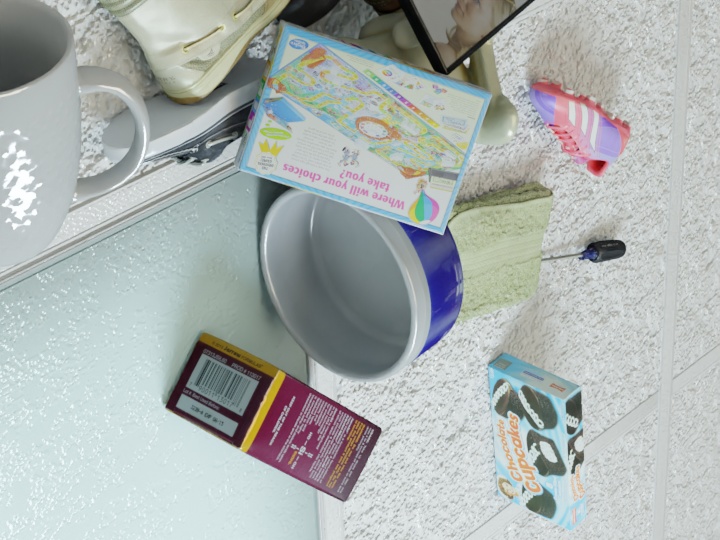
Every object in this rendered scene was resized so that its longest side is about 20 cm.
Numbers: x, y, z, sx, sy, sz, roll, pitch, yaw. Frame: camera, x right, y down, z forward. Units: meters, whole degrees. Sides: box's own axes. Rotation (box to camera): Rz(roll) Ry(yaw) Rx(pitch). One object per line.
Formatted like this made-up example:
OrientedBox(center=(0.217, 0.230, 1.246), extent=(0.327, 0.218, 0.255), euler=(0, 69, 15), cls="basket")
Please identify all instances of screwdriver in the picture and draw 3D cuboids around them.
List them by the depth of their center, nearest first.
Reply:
OrientedBox(center=(0.256, -0.013, 2.186), extent=(0.199, 0.028, 0.029), euler=(-15, 91, -45), cls="screwdriver")

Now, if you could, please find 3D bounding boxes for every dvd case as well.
OrientedBox(center=(0.101, -0.288, 1.668), extent=(0.200, 0.017, 0.144), euler=(-42, 111, -35), cls="dvd case")

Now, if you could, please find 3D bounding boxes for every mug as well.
OrientedBox(center=(-0.259, -0.101, 1.381), extent=(0.198, 0.148, 0.177), euler=(-7, 130, -11), cls="mug")

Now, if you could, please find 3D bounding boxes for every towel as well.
OrientedBox(center=(0.144, -0.016, 2.033), extent=(0.199, 0.036, 0.150), euler=(-15, 120, -45), cls="towel")

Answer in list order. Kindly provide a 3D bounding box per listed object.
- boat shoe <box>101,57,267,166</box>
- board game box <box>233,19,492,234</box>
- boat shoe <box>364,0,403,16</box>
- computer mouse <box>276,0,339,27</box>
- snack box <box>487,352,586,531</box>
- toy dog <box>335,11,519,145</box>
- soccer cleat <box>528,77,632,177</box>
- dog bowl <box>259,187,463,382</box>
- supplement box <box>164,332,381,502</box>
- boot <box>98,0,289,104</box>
OrientedBox(center=(-0.147, -0.124, 1.600), extent=(0.200, 0.071, 0.068), euler=(-36, 132, -44), cls="boat shoe")
OrientedBox(center=(0.002, -0.126, 1.607), extent=(0.198, 0.034, 0.136), euler=(17, 101, -14), cls="board game box")
OrientedBox(center=(0.062, -0.338, 1.743), extent=(0.068, 0.071, 0.201), euler=(41, 70, -45), cls="boat shoe")
OrientedBox(center=(-0.033, -0.323, 1.654), extent=(0.140, 0.046, 0.202), euler=(35, 80, -54), cls="computer mouse")
OrientedBox(center=(0.212, 0.206, 2.165), extent=(0.037, 0.116, 0.202), euler=(-34, 131, -35), cls="snack box")
OrientedBox(center=(0.019, -0.180, 1.718), extent=(0.198, 0.193, 0.141), euler=(-7, 93, -34), cls="toy dog")
OrientedBox(center=(0.247, -0.162, 2.070), extent=(0.199, 0.066, 0.077), euler=(17, 99, -56), cls="soccer cleat")
OrientedBox(center=(0.000, 0.000, 1.731), extent=(0.079, 0.199, 0.202), euler=(-30, 130, -42), cls="dog bowl")
OrientedBox(center=(-0.083, 0.146, 1.777), extent=(0.200, 0.110, 0.086), euler=(35, 81, -52), cls="supplement box")
OrientedBox(center=(-0.134, -0.263, 1.543), extent=(0.201, 0.072, 0.155), euler=(-55, 139, -16), cls="boot")
